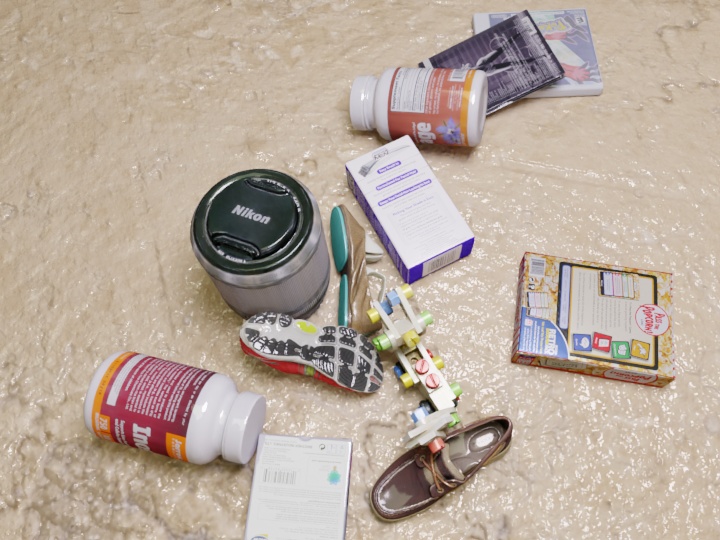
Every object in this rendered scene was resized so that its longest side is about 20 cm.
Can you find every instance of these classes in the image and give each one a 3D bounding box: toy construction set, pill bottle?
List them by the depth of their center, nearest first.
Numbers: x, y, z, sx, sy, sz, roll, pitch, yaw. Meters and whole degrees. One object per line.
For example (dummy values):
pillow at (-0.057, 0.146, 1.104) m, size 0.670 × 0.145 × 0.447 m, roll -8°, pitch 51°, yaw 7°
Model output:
toy construction set at (0.075, 0.127, 0.754) m, size 0.092 × 0.131 × 0.201 m, roll -15°, pitch 65°, yaw -3°
pill bottle at (-0.226, 0.175, 0.757) m, size 0.199 × 0.113 × 0.113 m, roll 12°, pitch 66°, yaw 9°
pill bottle at (0.090, -0.254, 0.936) m, size 0.199 × 0.112 × 0.113 m, roll 8°, pitch 65°, yaw 18°

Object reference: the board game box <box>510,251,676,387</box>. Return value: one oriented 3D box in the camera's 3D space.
board game box at (0.313, 0.064, 0.818) m, size 0.199 × 0.046 × 0.152 m, roll 10°, pitch 65°, yaw 7°

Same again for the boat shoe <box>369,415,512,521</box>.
boat shoe at (0.100, 0.234, 0.735) m, size 0.199 × 0.072 × 0.072 m, roll -25°, pitch 66°, yaw -9°

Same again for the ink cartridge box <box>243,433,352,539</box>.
ink cartridge box at (-0.076, 0.303, 0.730) m, size 0.119 × 0.042 × 0.201 m, roll 3°, pitch 63°, yaw 4°

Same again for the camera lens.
camera lens at (-0.123, -0.023, 0.796) m, size 0.159 × 0.200 × 0.161 m, roll -1°, pitch 65°, yaw 3°

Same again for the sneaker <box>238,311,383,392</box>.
sneaker at (-0.064, 0.110, 0.802) m, size 0.199 × 0.085 × 0.077 m, roll 23°, pitch 60°, yaw -11°

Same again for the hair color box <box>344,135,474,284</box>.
hair color box at (0.069, -0.092, 0.895) m, size 0.109 × 0.065 × 0.200 m, roll -25°, pitch 68°, yaw -8°

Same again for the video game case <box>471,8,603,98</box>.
video game case at (0.299, -0.373, 1.037) m, size 0.199 × 0.023 × 0.183 m, roll -2°, pitch 65°, yaw 2°

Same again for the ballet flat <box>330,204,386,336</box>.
ballet flat at (0.000, 0.000, 0.860) m, size 0.072 × 0.068 × 0.201 m, roll 2°, pitch 63°, yaw -18°

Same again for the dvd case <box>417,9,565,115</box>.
dvd case at (0.211, -0.329, 0.996) m, size 0.199 × 0.016 × 0.149 m, roll -24°, pitch 65°, yaw 9°
